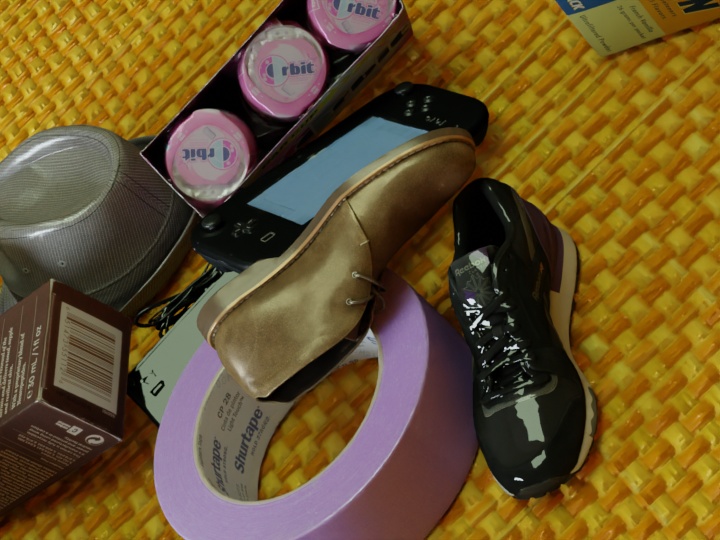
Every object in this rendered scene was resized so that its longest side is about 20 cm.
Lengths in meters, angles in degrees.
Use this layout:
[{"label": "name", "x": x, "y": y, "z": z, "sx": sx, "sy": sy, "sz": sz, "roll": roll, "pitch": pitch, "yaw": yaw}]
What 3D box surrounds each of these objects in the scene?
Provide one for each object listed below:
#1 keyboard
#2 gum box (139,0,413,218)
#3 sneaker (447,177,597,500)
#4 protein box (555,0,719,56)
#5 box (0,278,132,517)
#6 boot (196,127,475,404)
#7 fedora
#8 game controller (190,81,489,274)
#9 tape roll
[{"label": "keyboard", "x": -0.069, "y": 0.024, "z": 1.490, "sx": 0.200, "sy": 0.040, "sz": 0.104, "roll": -46, "pitch": 62, "yaw": 0}, {"label": "gum box", "x": -0.049, "y": -0.123, "z": 1.513, "sx": 0.200, "sy": 0.066, "sz": 0.114, "roll": -47, "pitch": -4, "yaw": 0}, {"label": "sneaker", "x": 0.078, "y": 0.035, "z": 1.294, "sx": 0.076, "sy": 0.088, "sz": 0.201, "roll": -25, "pitch": 44, "yaw": 24}, {"label": "protein box", "x": 0.207, "y": -0.272, "z": 1.400, "sx": 0.198, "sy": 0.135, "sz": 0.201, "roll": -16, "pitch": 48, "yaw": 31}, {"label": "box", "x": -0.242, "y": 0.098, "z": 1.510, "sx": 0.200, "sy": 0.075, "sz": 0.100, "roll": -34, "pitch": 41, "yaw": 36}, {"label": "boot", "x": 0.000, "y": 0.000, "z": 1.323, "sx": 0.200, "sy": 0.074, "sz": 0.076, "roll": -42, "pitch": 57, "yaw": 12}, {"label": "fedora", "x": -0.209, "y": -0.039, "z": 1.610, "sx": 0.199, "sy": 0.090, "sz": 0.177, "roll": -3, "pitch": 56, "yaw": 41}, {"label": "game controller", "x": -0.011, "y": -0.057, "z": 1.436, "sx": 0.200, "sy": 0.042, "sz": 0.104, "roll": -37, "pitch": 24, "yaw": -24}, {"label": "tape roll", "x": -0.026, "y": 0.094, "z": 1.358, "sx": 0.200, "sy": 0.066, "sz": 0.201, "roll": -23, "pitch": 45, "yaw": 25}]
